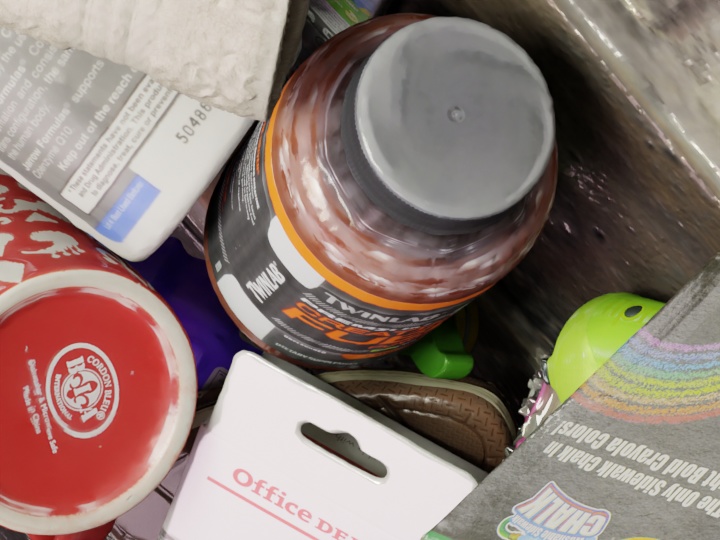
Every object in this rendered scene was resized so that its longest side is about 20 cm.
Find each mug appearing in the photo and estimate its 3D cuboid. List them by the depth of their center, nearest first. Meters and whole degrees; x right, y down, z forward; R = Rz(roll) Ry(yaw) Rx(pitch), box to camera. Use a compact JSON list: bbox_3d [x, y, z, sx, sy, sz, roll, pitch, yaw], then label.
[{"bbox_3d":[-0.136,0.035,1.063,0.177,0.134,0.200,41,175,-29],"label":"mug"}]

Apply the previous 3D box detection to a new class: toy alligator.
[{"bbox_3d":[0.000,0.000,1.116,0.200,0.059,0.055,26,108,62],"label":"toy alligator"}]

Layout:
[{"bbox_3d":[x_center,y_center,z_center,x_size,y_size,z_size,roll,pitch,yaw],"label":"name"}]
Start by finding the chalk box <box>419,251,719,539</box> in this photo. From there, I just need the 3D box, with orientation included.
[{"bbox_3d":[0.115,0.110,0.837,0.124,0.200,0.124,17,145,57],"label":"chalk box"}]

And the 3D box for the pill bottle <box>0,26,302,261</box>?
[{"bbox_3d":[-0.132,-0.104,0.977,0.200,0.114,0.114,37,162,-7],"label":"pill bottle"}]

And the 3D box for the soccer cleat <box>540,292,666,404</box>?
[{"bbox_3d":[0.140,0.095,0.971,0.081,0.068,0.200,3,131,56],"label":"soccer cleat"}]

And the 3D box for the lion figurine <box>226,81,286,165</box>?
[{"bbox_3d":[-0.079,-0.075,1.106,0.199,0.073,0.123,4,133,33],"label":"lion figurine"}]

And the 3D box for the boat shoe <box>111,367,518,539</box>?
[{"bbox_3d":[-0.020,0.069,1.119,0.202,0.075,0.075,-9,114,26],"label":"boat shoe"}]

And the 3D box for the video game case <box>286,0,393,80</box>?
[{"bbox_3d":[-0.041,-0.146,0.955,0.143,0.018,0.200,47,162,4],"label":"video game case"}]

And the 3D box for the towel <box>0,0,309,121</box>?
[{"bbox_3d":[-0.068,-0.151,0.813,0.132,0.035,0.201,21,127,8],"label":"towel"}]

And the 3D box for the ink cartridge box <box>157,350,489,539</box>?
[{"bbox_3d":[-0.020,0.118,1.057,0.116,0.067,0.200,29,124,8],"label":"ink cartridge box"}]

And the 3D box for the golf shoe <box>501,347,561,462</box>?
[{"bbox_3d":[0.096,0.120,1.037,0.092,0.073,0.201,11,110,11],"label":"golf shoe"}]

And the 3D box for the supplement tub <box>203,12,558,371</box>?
[{"bbox_3d":[0.008,-0.030,0.940,0.107,0.107,0.200,47,162,0],"label":"supplement tub"}]

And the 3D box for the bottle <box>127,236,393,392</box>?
[{"bbox_3d":[-0.062,0.039,1.204,0.200,0.065,0.084,32,-163,-7],"label":"bottle"}]
